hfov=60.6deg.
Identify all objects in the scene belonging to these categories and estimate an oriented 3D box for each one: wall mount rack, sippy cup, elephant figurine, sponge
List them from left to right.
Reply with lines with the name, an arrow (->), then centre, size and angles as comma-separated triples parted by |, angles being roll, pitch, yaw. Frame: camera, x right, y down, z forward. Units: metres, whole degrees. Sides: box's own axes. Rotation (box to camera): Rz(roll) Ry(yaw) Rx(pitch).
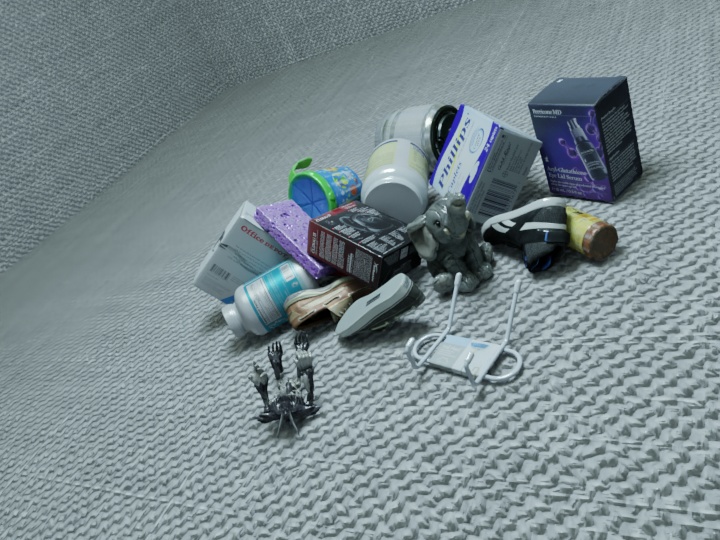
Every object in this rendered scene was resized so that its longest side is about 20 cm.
sponge -> -0.117, -0.067, 1.260 | 0.200, 0.030, 0.111 | 43, 33, 20
sippy cup -> -0.067, -0.164, 1.341 | 0.138, 0.180, 0.130 | -2, 20, 45
elephant figurine -> 0.155, -0.072, 1.090 | 0.153, 0.201, 0.142 | -7, 35, 32
wall mount rack -> 0.166, 0.090, 0.954 | 0.198, 0.075, 0.174 | 8, 45, 45

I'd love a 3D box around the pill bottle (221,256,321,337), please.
pill bottle -> -0.180, 0.058, 1.259 | 0.198, 0.112, 0.111 | -29, 29, -3

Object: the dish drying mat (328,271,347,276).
dish drying mat -> 0.000, 0.000, 1.271 | 0.198, 0.018, 0.076 | 2, 15, 41

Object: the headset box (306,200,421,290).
headset box -> 0.003, -0.057, 1.190 | 0.198, 0.078, 0.148 | 26, 35, 29

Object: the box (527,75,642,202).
box -> 0.416, -0.244, 1.139 | 0.104, 0.202, 0.147 | -39, 31, -21

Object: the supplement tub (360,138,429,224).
supplement tub -> 0.076, -0.183, 1.334 | 0.143, 0.146, 0.201 | -16, 31, 19

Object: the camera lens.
camera lens -> 0.153, -0.327, 1.533 | 0.198, 0.161, 0.160 | 8, 44, 46

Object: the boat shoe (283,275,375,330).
boat shoe -> -0.047, 0.067, 1.188 | 0.197, 0.076, 0.073 | -18, 59, -1

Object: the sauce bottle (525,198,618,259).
sauce bottle -> 0.357, -0.081, 1.072 | 0.066, 0.067, 0.200 | -32, 31, -8

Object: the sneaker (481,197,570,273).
sneaker -> 0.279, -0.045, 1.078 | 0.200, 0.072, 0.114 | 151, 122, -62

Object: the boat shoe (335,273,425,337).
boat shoe -> 0.031, 0.079, 1.089 | 0.199, 0.063, 0.071 | -34, 24, 42

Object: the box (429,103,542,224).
box -> 0.242, -0.211, 1.235 | 0.200, 0.104, 0.186 | -117, 45, -61

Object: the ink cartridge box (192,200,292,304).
ink cartridge box -> -0.245, -0.024, 1.328 | 0.200, 0.144, 0.084 | -49, 20, 23

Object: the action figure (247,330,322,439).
action figure -> -0.128, 0.183, 1.032 | 0.117, 0.103, 0.201 | -14, 29, 1
